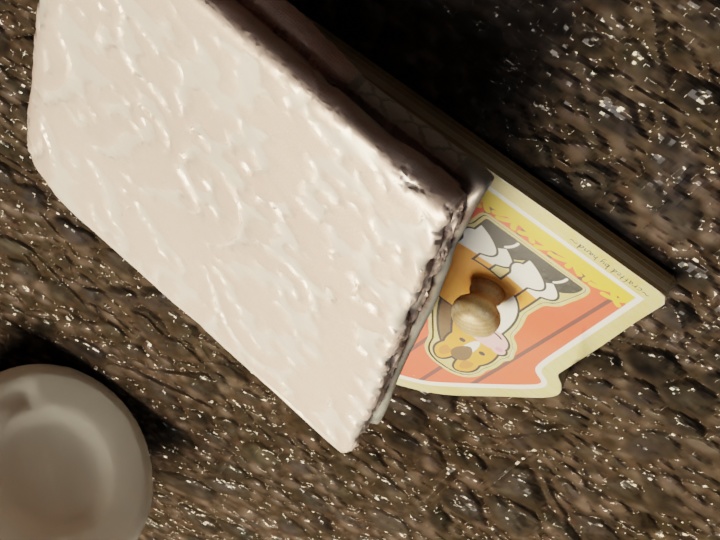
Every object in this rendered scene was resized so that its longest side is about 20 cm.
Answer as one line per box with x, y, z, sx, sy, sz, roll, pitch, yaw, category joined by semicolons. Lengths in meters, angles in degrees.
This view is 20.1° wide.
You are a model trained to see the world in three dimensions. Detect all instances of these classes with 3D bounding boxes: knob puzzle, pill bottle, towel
0.000;0.000;0.814;0.218;0.031;0.220;20;148;13;knob puzzle
-0.199;0.128;1.075;0.114;0.115;0.200;36;147;-15;pill bottle
-0.048;-0.040;0.748;0.191;0.032;0.200;41;151;11;towel
